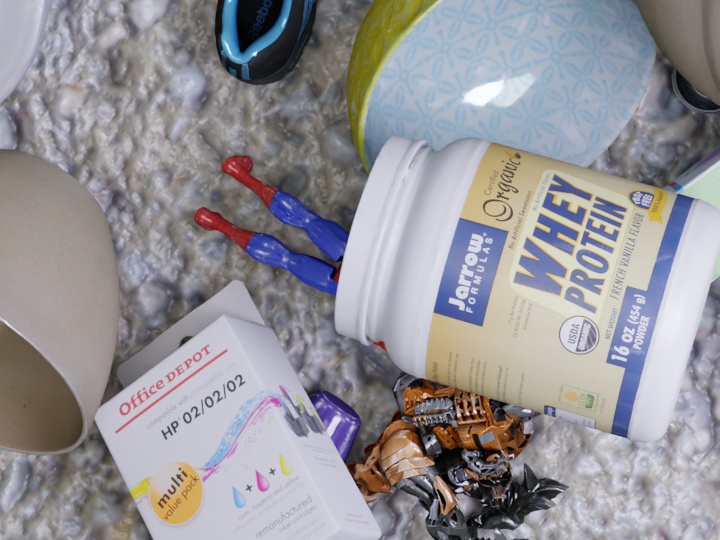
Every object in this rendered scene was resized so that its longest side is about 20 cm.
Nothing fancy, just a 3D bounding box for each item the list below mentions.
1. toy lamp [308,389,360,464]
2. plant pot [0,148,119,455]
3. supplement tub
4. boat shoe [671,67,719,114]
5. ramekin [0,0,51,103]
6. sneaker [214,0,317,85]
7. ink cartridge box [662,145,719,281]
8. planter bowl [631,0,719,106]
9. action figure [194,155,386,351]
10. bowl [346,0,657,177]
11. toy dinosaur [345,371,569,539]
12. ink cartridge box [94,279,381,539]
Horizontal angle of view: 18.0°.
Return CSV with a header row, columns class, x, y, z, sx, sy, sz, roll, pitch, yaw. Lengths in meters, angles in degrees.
class,x,y,z,sx,sy,sz,roll,pitch,yaw
toy lamp,-0.071,0.166,1.472,0.058,0.058,0.200,36,95,1
plant pot,-0.230,0.004,1.424,0.200,0.200,0.135,27,60,2
supplement tub,0.097,0.006,1.310,0.200,0.144,0.145,16,96,9
boat shoe,0.281,-0.167,1.417,0.200,0.057,0.069,-40,90,7
ramekin,-0.284,-0.190,1.428,0.202,0.094,0.203,2,107,6
sneaker,-0.038,-0.212,1.428,0.073,0.082,0.200,18,94,5
ink cartridge box,0.267,-0.071,1.402,0.200,0.104,0.059,-36,91,7
planter bowl,0.231,-0.188,1.302,0.135,0.200,0.201,30,98,45
action figure,0.000,0.000,1.456,0.200,0.099,0.065,33,100,24
bowl,0.070,-0.141,1.399,0.200,0.200,0.108,-37,49,6
toy dinosaur,0.058,0.120,1.434,0.136,0.200,0.102,49,55,-12
ink cartridge box,-0.088,0.110,1.421,0.115,0.068,0.200,-36,67,16
